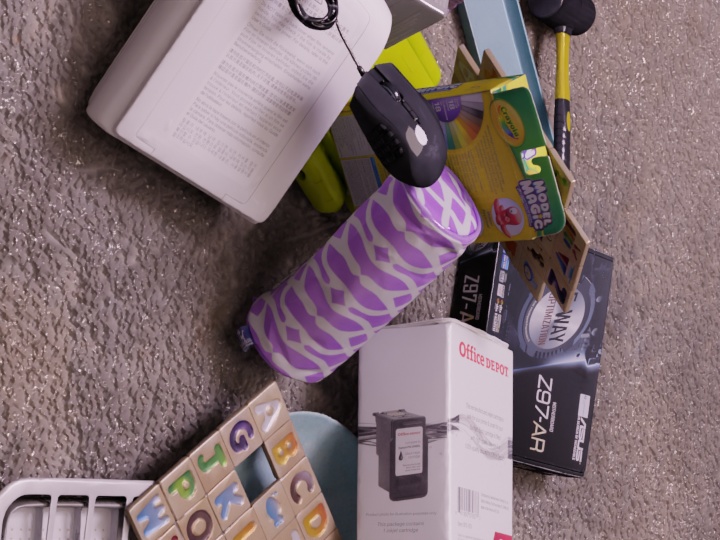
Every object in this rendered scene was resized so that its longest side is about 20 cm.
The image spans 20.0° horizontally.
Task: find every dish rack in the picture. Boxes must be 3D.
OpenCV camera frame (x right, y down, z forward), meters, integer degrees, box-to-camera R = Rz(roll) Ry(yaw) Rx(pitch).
[{"bbox_3d":[-0.204,0.244,1.414,0.171,0.043,0.202,8,84,-46],"label":"dish rack"}]

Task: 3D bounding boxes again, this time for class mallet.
[{"bbox_3d":[0.171,-0.158,1.779,0.066,0.041,0.202,28,62,-50],"label":"mallet"}]

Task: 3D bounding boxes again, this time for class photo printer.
[{"bbox_3d":[-0.080,-0.154,1.467,0.166,0.069,0.201,31,97,-38],"label":"photo printer"}]

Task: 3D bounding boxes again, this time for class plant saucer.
[{"bbox_3d":[0.121,-0.181,1.765,0.070,0.019,0.202,-31,111,-41],"label":"plant saucer"},{"bbox_3d":[-0.060,0.208,1.565,0.200,0.038,0.203,1,89,-45],"label":"plant saucer"}]

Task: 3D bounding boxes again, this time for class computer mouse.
[{"bbox_3d":[0.005,-0.148,1.418,0.059,0.034,0.201,-39,104,-32],"label":"computer mouse"}]

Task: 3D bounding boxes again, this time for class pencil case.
[{"bbox_3d":[0.000,0.000,1.512,0.084,0.200,0.086,20,40,-44],"label":"pencil case"}]

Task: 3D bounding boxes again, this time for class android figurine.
[{"bbox_3d":[0.009,-0.123,1.633,0.183,0.041,0.201,-54,125,-32],"label":"android figurine"}]

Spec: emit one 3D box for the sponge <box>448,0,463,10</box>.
[{"bbox_3d":[0.086,-0.271,1.609,0.030,0.200,0.113,17,77,-14],"label":"sponge"}]

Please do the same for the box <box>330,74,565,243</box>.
[{"bbox_3d":[0.071,-0.080,1.527,0.048,0.199,0.118,-29,108,-40],"label":"box"}]

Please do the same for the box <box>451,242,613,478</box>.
[{"bbox_3d":[0.143,0.068,1.768,0.159,0.043,0.202,19,76,-43],"label":"box"}]

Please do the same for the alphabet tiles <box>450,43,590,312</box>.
[{"bbox_3d":[0.118,-0.071,1.577,0.006,0.167,0.201,-21,62,-17],"label":"alphabet tiles"}]

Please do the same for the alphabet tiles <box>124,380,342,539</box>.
[{"bbox_3d":[-0.080,0.211,1.509,0.167,0.008,0.201,-41,118,-39],"label":"alphabet tiles"}]

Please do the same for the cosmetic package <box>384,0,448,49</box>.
[{"bbox_3d":[-0.024,-0.264,1.541,0.199,0.090,0.108,27,60,-29],"label":"cosmetic package"}]

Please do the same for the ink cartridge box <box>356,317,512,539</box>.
[{"bbox_3d":[0.061,0.150,1.613,0.145,0.083,0.202,26,62,-63],"label":"ink cartridge box"}]
